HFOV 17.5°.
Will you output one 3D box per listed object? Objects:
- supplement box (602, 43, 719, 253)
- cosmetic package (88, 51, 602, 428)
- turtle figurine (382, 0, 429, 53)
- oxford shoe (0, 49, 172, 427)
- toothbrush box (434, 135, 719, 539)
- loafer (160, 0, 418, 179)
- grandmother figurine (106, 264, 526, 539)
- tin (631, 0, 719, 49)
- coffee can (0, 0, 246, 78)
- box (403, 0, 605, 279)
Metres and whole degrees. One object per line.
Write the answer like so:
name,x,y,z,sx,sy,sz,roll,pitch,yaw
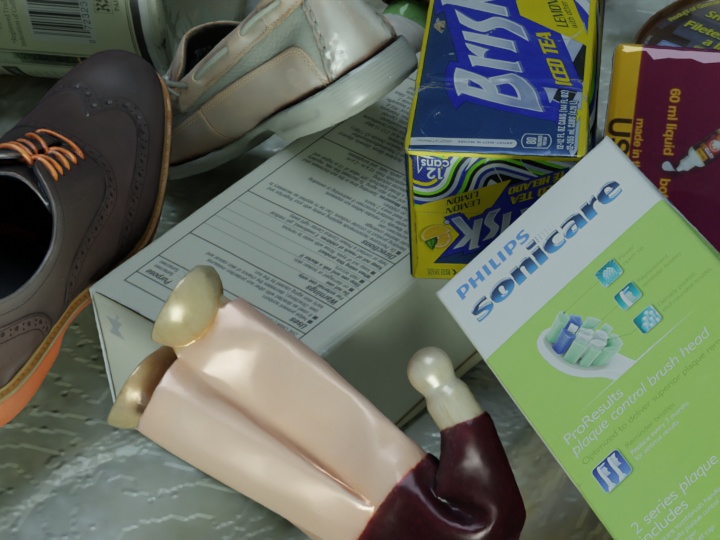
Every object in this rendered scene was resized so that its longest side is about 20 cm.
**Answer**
supplement box,0.197,-0.027,0.902,0.200,0.110,0.086,5,79,13
cosmetic package,0.000,0.000,0.949,0.103,0.073,0.200,28,51,34
turtle figurine,0.067,-0.174,1.073,0.144,0.200,0.194,30,61,-19
oxford shoe,-0.120,-0.027,0.917,0.071,0.073,0.200,18,49,5
toothbrush box,0.132,0.070,0.775,0.086,0.146,0.200,-42,44,8
loafer,-0.045,-0.087,0.992,0.072,0.063,0.200,-38,13,-27
grandmother figurine,0.008,0.085,0.817,0.200,0.121,0.061,33,38,9
tin,0.211,-0.068,1.029,0.200,0.042,0.112,27,54,33
coffee can,-0.166,-0.164,1.114,0.200,0.147,0.146,6,41,14
box,0.061,-0.082,0.935,0.070,0.064,0.200,2,40,7
